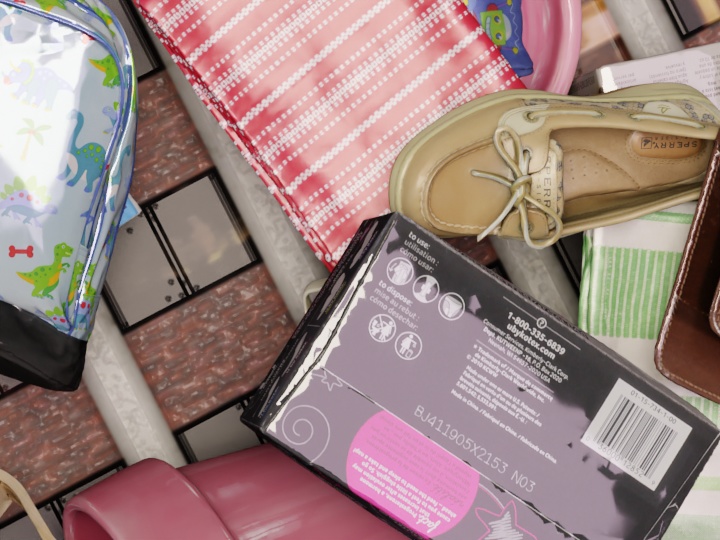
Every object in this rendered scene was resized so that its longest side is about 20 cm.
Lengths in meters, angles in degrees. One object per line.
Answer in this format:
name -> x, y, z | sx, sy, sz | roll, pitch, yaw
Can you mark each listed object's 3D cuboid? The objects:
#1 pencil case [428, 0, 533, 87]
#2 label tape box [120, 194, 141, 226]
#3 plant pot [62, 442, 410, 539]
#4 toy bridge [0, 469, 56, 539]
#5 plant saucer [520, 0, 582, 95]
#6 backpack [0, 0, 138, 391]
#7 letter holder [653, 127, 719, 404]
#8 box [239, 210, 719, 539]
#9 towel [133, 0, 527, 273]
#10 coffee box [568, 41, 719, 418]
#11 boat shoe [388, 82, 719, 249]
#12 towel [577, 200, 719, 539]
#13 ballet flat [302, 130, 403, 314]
pencil case -> 0.043, -0.195, 1.292 | 0.077, 0.087, 0.202 | -9, 92, -26
label tape box -> -0.237, -0.077, 1.325 | 0.143, 0.066, 0.201 | -35, 97, -4
plant pot -> -0.041, 0.175, 1.288 | 0.178, 0.200, 0.201 | -25, 92, -21
toy bridge -> -0.217, 0.139, 1.292 | 0.199, 0.027, 0.067 | 16, 56, 30
plant saucer -> 0.026, -0.142, 1.354 | 0.199, 0.051, 0.202 | 0, 91, -5
backpack -> -0.190, -0.060, 1.239 | 0.162, 0.154, 0.201 | 22, 76, 0
letter holder -> 0.268, 0.025, 1.203 | 0.199, 0.100, 0.143 | 17, 92, -21
box -> 0.057, 0.077, 1.189 | 0.199, 0.115, 0.133 | 34, 84, -8
towel -> -0.008, -0.107, 1.244 | 0.144, 0.022, 0.201 | -37, 93, 3
coffee box -> 0.181, -0.020, 1.336 | 0.079, 0.113, 0.202 | -12, 90, -4
boat shoe -> 0.111, -0.055, 1.213 | 0.199, 0.063, 0.074 | -15, 116, -21
towel -> 0.189, 0.063, 1.270 | 0.151, 0.023, 0.202 | 1, 90, -3
ballet flat -> 0.000, 0.000, 1.318 | 0.070, 0.071, 0.201 | -1, 117, -5
